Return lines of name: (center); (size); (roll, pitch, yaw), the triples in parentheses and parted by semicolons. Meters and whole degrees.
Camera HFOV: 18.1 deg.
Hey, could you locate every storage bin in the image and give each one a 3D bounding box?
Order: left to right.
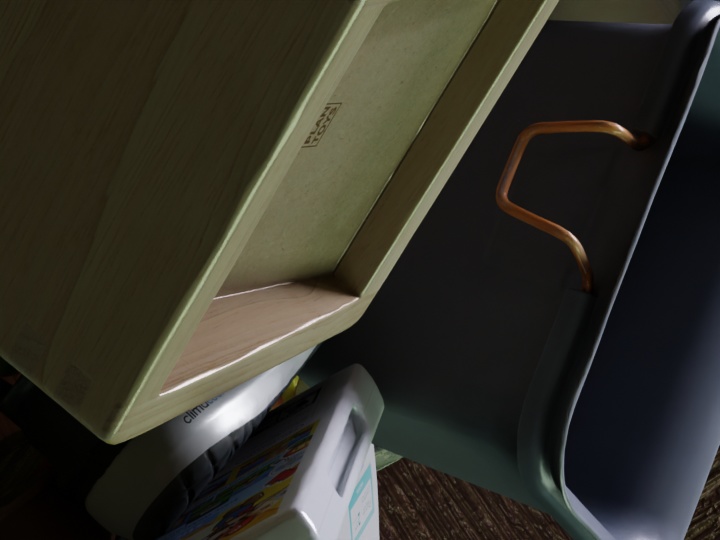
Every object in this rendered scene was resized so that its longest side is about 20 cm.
storage bin: (0.065, -0.007, 0.842); (0.146, 0.134, 0.201); (45, 62, -53)

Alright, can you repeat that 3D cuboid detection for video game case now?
video game case: (-0.087, 0.106, 0.730); (0.199, 0.023, 0.182); (-30, -174, 10)

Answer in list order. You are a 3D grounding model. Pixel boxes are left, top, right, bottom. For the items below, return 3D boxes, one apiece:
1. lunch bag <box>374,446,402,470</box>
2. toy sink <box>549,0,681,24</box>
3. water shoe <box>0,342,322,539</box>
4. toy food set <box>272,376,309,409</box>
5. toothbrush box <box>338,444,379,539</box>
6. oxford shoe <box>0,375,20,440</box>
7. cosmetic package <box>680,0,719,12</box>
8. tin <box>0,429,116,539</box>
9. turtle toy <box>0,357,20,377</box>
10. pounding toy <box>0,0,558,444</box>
lunch bag: (-0.007, 0.021, 1.207); (0.117, 0.165, 0.200); (-30, 174, 3)
toy sink: (0.130, -0.133, 1.042); (0.130, 0.112, 0.200); (-31, 172, -27)
water shoe: (-0.059, 0.018, 0.745); (0.072, 0.079, 0.200); (-48, -178, 17)
toy food set: (0.000, 0.000, 0.946); (0.198, 0.048, 0.200); (-55, 157, -25)
toothbrush box: (-0.102, 0.132, 0.995); (0.199, 0.086, 0.146); (2, -164, 13)
oxford shoe: (-0.167, 0.047, 0.981); (0.199, 0.071, 0.074); (-17, -176, 12)
cosmetic package: (0.190, -0.165, 0.895); (0.150, 0.052, 0.201); (-30, 130, -27)
tin: (-0.130, 0.093, 0.759); (0.112, 0.042, 0.200); (-35, -174, 5)
turtle toy: (-0.195, 0.046, 0.730); (0.200, 0.101, 0.146); (-36, -168, 25)
pounding toy: (-0.047, -0.064, 0.669); (0.185, 0.142, 0.200); (-58, 165, 24)
